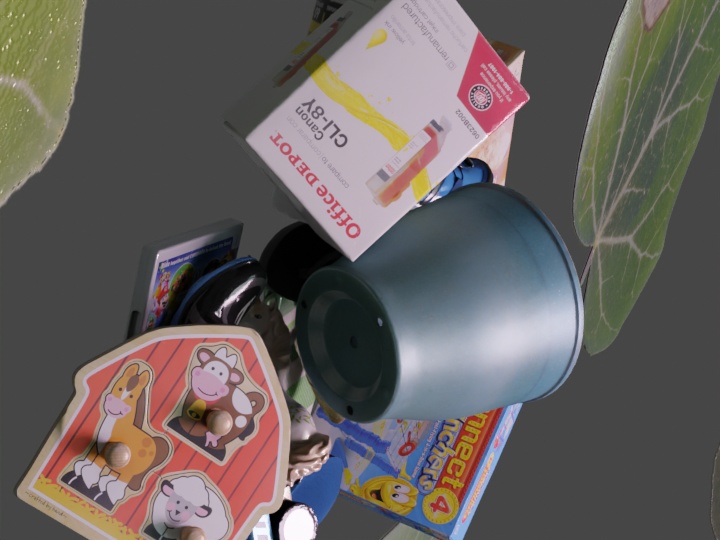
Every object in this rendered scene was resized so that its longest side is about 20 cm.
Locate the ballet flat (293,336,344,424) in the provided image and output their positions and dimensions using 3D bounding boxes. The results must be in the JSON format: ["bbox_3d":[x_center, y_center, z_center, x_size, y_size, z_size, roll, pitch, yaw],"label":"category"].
[{"bbox_3d":[-0.030,0.051,1.554,0.071,0.070,0.201,-23,127,-64],"label":"ballet flat"}]

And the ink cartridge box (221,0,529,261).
[{"bbox_3d":[0.011,-0.129,1.305,0.200,0.083,0.145,-42,114,-2],"label":"ink cartridge box"}]

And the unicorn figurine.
[{"bbox_3d":[-0.093,0.109,1.372,0.137,0.200,0.074,-32,153,-16],"label":"unicorn figurine"}]

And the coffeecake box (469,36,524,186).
[{"bbox_3d":[0.104,-0.132,1.763,0.154,0.073,0.201,-45,149,-46],"label":"coffeecake box"}]

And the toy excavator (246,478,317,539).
[{"bbox_3d":[-0.142,0.251,1.452,0.199,0.100,0.196,-17,104,-39],"label":"toy excavator"}]

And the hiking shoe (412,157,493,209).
[{"bbox_3d":[0.058,-0.096,1.565,0.199,0.074,0.087,-8,132,-38],"label":"hiking shoe"}]

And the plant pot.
[{"bbox_3d":[0.055,0.042,1.386,0.187,0.200,0.201,-18,129,-39],"label":"plant pot"}]

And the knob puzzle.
[{"bbox_3d":[-0.134,0.130,1.237,0.221,0.219,0.030,-68,-158,-3],"label":"knob puzzle"}]

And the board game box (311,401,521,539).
[{"bbox_3d":[0.054,0.164,1.741,0.201,0.195,0.056,-65,160,-14],"label":"board game box"}]

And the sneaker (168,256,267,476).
[{"bbox_3d":[-0.124,0.082,1.304,0.200,0.082,0.071,-63,159,-19],"label":"sneaker"}]

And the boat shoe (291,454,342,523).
[{"bbox_3d":[-0.089,0.229,1.628,0.200,0.068,0.085,-24,119,-57],"label":"boat shoe"}]

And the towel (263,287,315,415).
[{"bbox_3d":[-0.070,0.086,1.598,0.152,0.023,0.201,-35,140,-59],"label":"towel"}]

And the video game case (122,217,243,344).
[{"bbox_3d":[-0.157,0.063,1.349,0.143,0.018,0.201,-24,131,-63],"label":"video game case"}]

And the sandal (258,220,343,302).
[{"bbox_3d":[0.000,-0.001,1.491,0.199,0.043,0.077,8,97,-29],"label":"sandal"}]

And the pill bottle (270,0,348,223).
[{"bbox_3d":[-0.006,-0.140,1.405,0.114,0.114,0.201,-11,119,-67],"label":"pill bottle"}]
